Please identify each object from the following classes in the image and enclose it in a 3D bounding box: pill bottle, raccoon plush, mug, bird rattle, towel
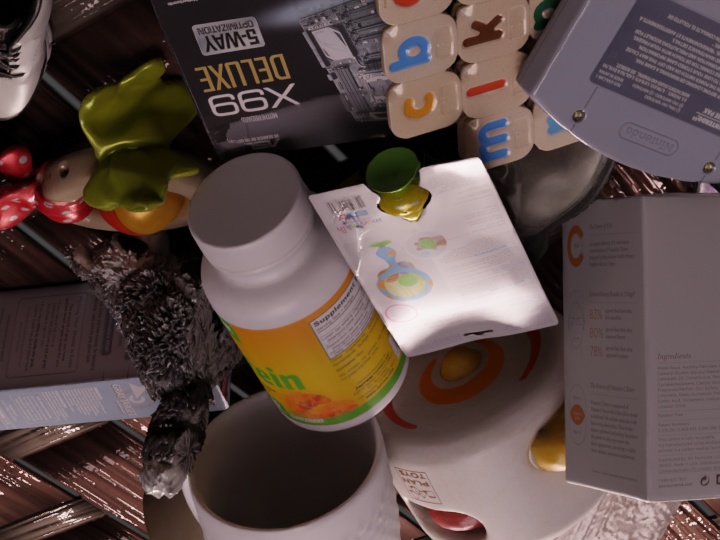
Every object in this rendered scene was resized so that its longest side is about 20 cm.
[{"bbox_3d":[-0.045,0.014,1.153,0.110,0.112,0.201,-11,139,16],"label":"pill bottle"},{"bbox_3d":[-0.171,0.056,1.218,0.133,0.201,0.097,7,149,26],"label":"raccoon plush"},{"bbox_3d":[-0.061,0.193,1.261,0.199,0.148,0.176,19,139,33],"label":"mug"},{"bbox_3d":[-0.178,-0.054,1.166,0.199,0.114,0.162,-24,152,34],"label":"bird rattle"},{"bbox_3d":[0.213,0.174,1.397,0.132,0.035,0.201,24,103,-6],"label":"towel"}]

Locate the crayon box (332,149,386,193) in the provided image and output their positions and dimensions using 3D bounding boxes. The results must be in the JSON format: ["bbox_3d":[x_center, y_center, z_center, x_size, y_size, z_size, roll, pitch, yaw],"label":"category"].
[{"bbox_3d":[0.000,0.000,1.263,0.126,0.051,0.200,28,135,-29],"label":"crayon box"}]

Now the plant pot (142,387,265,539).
[{"bbox_3d":[-0.055,0.172,1.402,0.186,0.188,0.200,24,124,-27],"label":"plant pot"}]

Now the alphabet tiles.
[{"bbox_3d":[0.101,-0.157,1.012,0.194,0.015,0.201,-18,129,-14],"label":"alphabet tiles"}]

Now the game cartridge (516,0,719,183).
[{"bbox_3d":[0.198,-0.128,1.045,0.199,0.042,0.134,17,119,-32],"label":"game cartridge"}]

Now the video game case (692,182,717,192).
[{"bbox_3d":[0.314,-0.078,1.179,0.141,0.019,0.201,0,143,3],"label":"video game case"}]

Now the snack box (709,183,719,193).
[{"bbox_3d":[0.348,-0.088,1.120,0.199,0.037,0.116,-30,132,35],"label":"snack box"}]

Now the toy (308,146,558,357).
[{"bbox_3d":[0.053,-0.018,1.109,0.114,0.048,0.200,-12,146,16],"label":"toy"}]

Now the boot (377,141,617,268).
[{"bbox_3d":[0.088,-0.065,1.131,0.129,0.068,0.201,8,135,-26],"label":"boot"}]

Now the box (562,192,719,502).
[{"bbox_3d":[0.208,0.050,1.137,0.096,0.202,0.124,-1,180,-19],"label":"box"}]

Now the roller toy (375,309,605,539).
[{"bbox_3d":[0.101,0.117,1.288,0.181,0.201,0.140,-25,121,9],"label":"roller toy"}]

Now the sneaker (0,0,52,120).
[{"bbox_3d":[-0.232,-0.158,1.045,0.073,0.081,0.201,7,143,-10],"label":"sneaker"}]

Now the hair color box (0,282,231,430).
[{"bbox_3d":[-0.203,0.064,1.311,0.198,0.100,0.061,-6,143,10],"label":"hair color box"}]

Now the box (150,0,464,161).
[{"bbox_3d":[-0.019,-0.152,1.066,0.198,0.050,0.158,-7,140,10],"label":"box"}]
